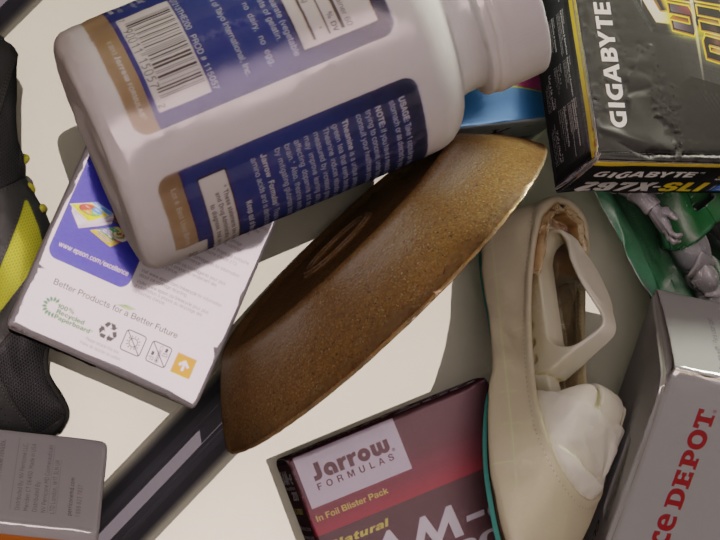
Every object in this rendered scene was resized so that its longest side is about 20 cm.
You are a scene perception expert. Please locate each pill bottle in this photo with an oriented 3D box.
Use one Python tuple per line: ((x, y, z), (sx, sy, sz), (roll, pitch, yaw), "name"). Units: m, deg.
((-0.023, -0.087, 1.007), (0.199, 0.111, 0.112), (-23, 89, -9), "pill bottle")

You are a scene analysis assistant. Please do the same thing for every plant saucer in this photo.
((0.000, 0.000, 1.051), (0.200, 0.200, 0.035), (-45, 98, -8), "plant saucer")

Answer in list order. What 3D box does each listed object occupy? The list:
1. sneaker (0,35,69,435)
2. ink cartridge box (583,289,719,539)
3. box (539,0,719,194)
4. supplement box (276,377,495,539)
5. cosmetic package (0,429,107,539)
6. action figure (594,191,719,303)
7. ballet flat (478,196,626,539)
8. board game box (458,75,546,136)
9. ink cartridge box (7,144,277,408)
((-0.170, -0.011, 1.104), (0.084, 0.074, 0.202), (4, 94, -13), "sneaker")
((0.215, 0.106, 1.100), (0.199, 0.083, 0.147), (13, 118, -6), "ink cartridge box")
((0.158, -0.136, 1.099), (0.159, 0.049, 0.202), (1, 72, -23), "box")
((0.045, 0.164, 1.116), (0.108, 0.061, 0.201), (-22, 87, -8), "supplement box")
((-0.221, 0.126, 1.058), (0.198, 0.071, 0.102), (7, 121, -6), "cosmetic package")
((0.157, -0.038, 1.131), (0.118, 0.055, 0.201), (-38, 101, -28), "action figure")
((0.091, 0.051, 1.086), (0.069, 0.070, 0.201), (1, 57, -7), "ballet flat")
((0.011, -0.160, 1.137), (0.146, 0.064, 0.202), (-7, 87, -7), "board game box")
((-0.080, -0.046, 1.068), (0.094, 0.037, 0.201), (24, 85, -5), "ink cartridge box")
